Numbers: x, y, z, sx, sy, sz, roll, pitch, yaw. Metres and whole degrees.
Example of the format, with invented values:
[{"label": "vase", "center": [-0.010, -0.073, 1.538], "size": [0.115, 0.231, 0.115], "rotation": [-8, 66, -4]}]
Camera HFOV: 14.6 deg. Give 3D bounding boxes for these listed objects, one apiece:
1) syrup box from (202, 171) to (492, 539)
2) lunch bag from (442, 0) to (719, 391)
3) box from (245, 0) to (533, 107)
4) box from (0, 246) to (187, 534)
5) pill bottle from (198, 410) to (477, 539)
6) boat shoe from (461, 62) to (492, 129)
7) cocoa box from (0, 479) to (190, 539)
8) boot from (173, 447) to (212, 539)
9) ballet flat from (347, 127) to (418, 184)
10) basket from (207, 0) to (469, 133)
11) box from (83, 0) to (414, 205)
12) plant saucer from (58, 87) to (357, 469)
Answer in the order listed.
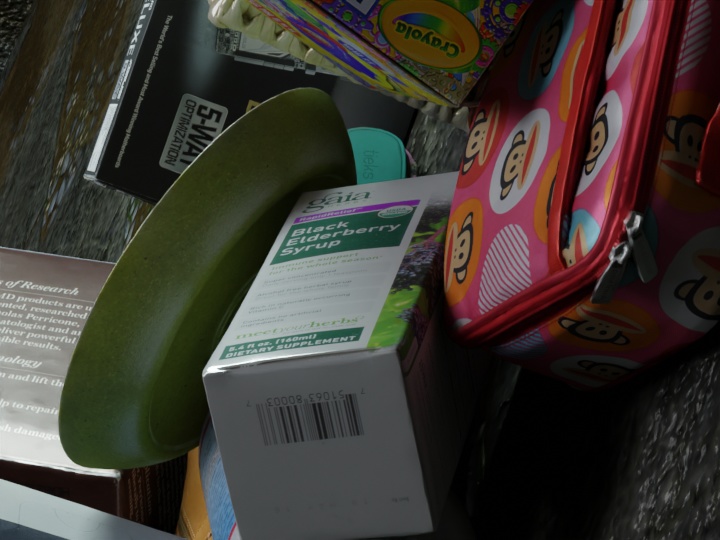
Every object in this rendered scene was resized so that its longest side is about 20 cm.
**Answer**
[{"label": "syrup box", "center": [0.001, 0.031, 1.135], "size": [0.200, 0.079, 0.082], "rotation": [-66, -33, -65]}, {"label": "lunch bag", "center": [0.109, -0.063, 1.061], "size": [0.176, 0.082, 0.200], "rotation": [-32, 41, 62]}, {"label": "box", "center": [0.027, -0.181, 1.135], "size": [0.193, 0.122, 0.200], "rotation": [-55, 11, 0]}, {"label": "box", "center": [-0.180, 0.111, 1.568], "size": [0.200, 0.164, 0.166], "rotation": [-67, -19, -56]}, {"label": "pill bottle", "center": [-0.008, 0.113, 1.198], "size": [0.200, 0.109, 0.109], "rotation": [-111, 43, -69]}, {"label": "boat shoe", "center": [0.075, -0.080, 1.219], "size": [0.070, 0.070, 0.200], "rotation": [-46, 29, 51]}, {"label": "cocoa box", "center": [-0.151, 0.187, 1.244], "size": [0.131, 0.200, 0.134], "rotation": [-95, 28, -57]}, {"label": "boot", "center": [-0.054, 0.108, 1.464], "size": [0.155, 0.074, 0.200], "rotation": [-126, 44, -75]}, {"label": "ballet flat", "center": [0.000, 0.000, 1.431], "size": [0.200, 0.069, 0.071], "rotation": [-87, 3, -60]}, {"label": "basket", "center": [0.031, -0.199, 1.363], "size": [0.198, 0.161, 0.200], "rotation": [-102, 36, -66]}, {"label": "box", "center": [-0.045, -0.117, 1.546], "size": [0.050, 0.157, 0.200], "rotation": [-169, 99, -76]}, {"label": "plant saucer", "center": [-0.059, 0.012, 1.259], "size": [0.200, 0.031, 0.200], "rotation": [-49, -19, -22]}]
